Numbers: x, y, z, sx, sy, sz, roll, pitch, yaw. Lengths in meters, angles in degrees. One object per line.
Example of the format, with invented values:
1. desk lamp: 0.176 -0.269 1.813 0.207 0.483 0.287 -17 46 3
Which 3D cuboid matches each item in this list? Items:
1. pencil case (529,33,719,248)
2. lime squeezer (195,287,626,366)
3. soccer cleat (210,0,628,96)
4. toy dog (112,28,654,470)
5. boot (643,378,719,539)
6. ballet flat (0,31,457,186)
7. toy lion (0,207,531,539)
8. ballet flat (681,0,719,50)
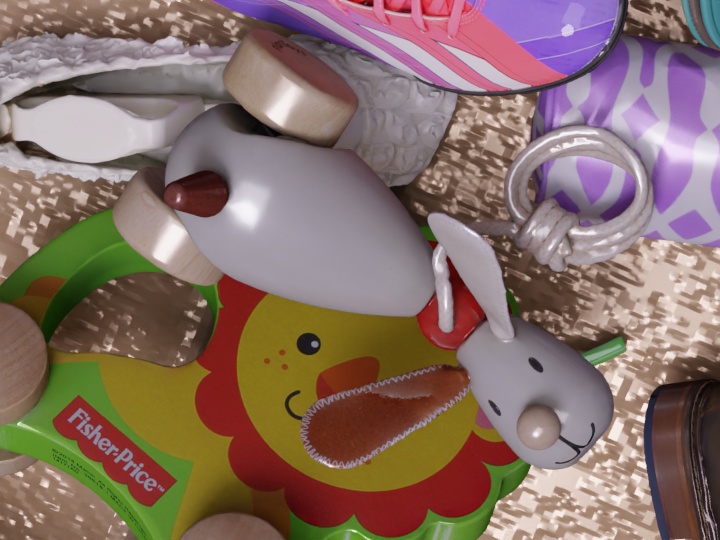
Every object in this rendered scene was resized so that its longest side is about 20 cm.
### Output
1. pencil case: 0.158 -0.049 0.787 0.198 0.086 0.084 10 141 4
2. lime squeezer: 0.005 0.040 0.847 0.198 0.038 0.071 13 71 4
3. soccer cleat: 0.000 -0.111 0.752 0.199 0.073 0.069 19 95 30
4. toy dog: 0.000 0.000 0.731 0.198 0.096 0.133 18 109 9
5. boot: 0.182 0.135 0.807 0.096 0.075 0.202 -13 100 35
6. ballet flat: -0.061 -0.056 0.813 0.198 0.072 0.073 1 102 5
7. toy lion: -0.037 0.044 0.795 0.200 0.069 0.192 38 65 14
8. ballet flat: 0.130 -0.170 0.701 0.067 0.071 0.201 -20 138 -18
